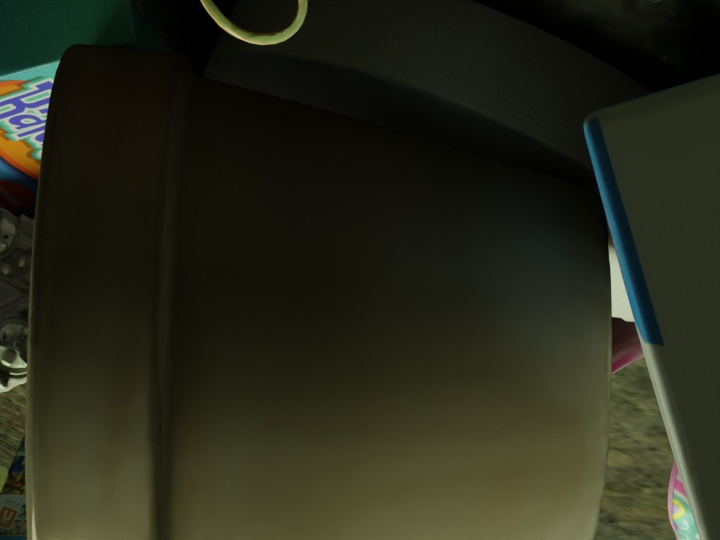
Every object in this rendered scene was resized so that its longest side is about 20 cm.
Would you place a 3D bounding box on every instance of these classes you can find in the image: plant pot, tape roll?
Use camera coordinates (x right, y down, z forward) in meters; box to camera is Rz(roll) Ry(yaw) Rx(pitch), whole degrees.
[{"bbox_3d":[-0.011,0.032,0.776,0.172,0.201,0.200,2,166,0],"label":"plant pot"},{"bbox_3d":[0.041,-0.041,0.863,0.202,0.037,0.203,23,166,6],"label":"tape roll"}]

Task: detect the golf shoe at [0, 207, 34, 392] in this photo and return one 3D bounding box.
[{"bbox_3d":[-0.127,0.014,0.920,0.199,0.079,0.097,-5,168,-17],"label":"golf shoe"}]

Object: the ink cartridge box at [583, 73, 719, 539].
[{"bbox_3d":[0.137,0.045,0.746,0.084,0.147,0.200,-17,155,7],"label":"ink cartridge box"}]

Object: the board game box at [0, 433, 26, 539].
[{"bbox_3d":[-0.077,0.072,1.142,0.147,0.201,0.064,13,164,37],"label":"board game box"}]

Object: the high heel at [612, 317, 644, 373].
[{"bbox_3d":[0.039,0.059,1.069,0.200,0.096,0.068,-14,98,59],"label":"high heel"}]

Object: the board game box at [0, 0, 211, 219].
[{"bbox_3d":[-0.156,-0.052,0.887,0.199,0.045,0.152,-14,162,9],"label":"board game box"}]

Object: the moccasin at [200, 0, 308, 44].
[{"bbox_3d":[-0.029,-0.108,0.634,0.073,0.078,0.201,31,165,-27],"label":"moccasin"}]

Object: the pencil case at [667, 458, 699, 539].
[{"bbox_3d":[0.230,0.111,1.015,0.199,0.088,0.087,17,165,32],"label":"pencil case"}]

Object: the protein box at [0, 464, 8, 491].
[{"bbox_3d":[-0.280,0.115,1.082,0.199,0.135,0.199,25,167,-7],"label":"protein box"}]
